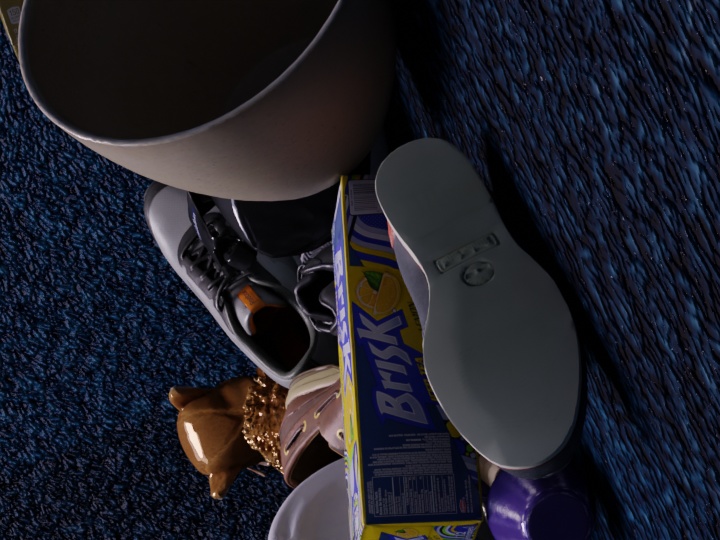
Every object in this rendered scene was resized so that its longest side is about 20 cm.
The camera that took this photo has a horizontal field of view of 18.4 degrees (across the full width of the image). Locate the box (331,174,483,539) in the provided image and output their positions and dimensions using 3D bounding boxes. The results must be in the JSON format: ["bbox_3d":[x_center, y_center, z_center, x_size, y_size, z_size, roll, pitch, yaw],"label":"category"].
[{"bbox_3d":[0.023,0.051,1.176,0.070,0.064,0.200,101,167,-63],"label":"box"}]

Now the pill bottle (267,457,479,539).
[{"bbox_3d":[0.033,0.206,1.263,0.200,0.112,0.112,64,179,-35],"label":"pill bottle"}]

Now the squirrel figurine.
[{"bbox_3d":[-0.051,0.097,1.700,0.200,0.186,0.142,164,86,-84],"label":"squirrel figurine"}]

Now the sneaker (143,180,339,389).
[{"bbox_3d":[-0.073,0.005,1.440,0.200,0.074,0.079,46,-170,23],"label":"sneaker"}]

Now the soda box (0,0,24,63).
[{"bbox_3d":[-0.122,-0.188,1.330,0.068,0.200,0.064,140,110,-83],"label":"soda box"}]

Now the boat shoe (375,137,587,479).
[{"bbox_3d":[0.058,0.023,1.028,0.063,0.071,0.200,67,180,-47],"label":"boat shoe"}]

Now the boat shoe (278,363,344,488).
[{"bbox_3d":[0.014,0.084,1.309,0.200,0.072,0.068,-30,37,54],"label":"boat shoe"}]

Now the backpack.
[{"bbox_3d":[-0.050,-0.090,1.373,0.200,0.126,0.167,-134,37,-82],"label":"backpack"}]

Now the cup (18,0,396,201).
[{"bbox_3d":[-0.060,-0.115,1.182,0.143,0.200,0.200,50,-168,-51],"label":"cup"}]

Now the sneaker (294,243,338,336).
[{"bbox_3d":[0.000,0.000,1.390,0.200,0.091,0.076,-153,41,-83],"label":"sneaker"}]

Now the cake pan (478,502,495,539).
[{"bbox_3d":[0.088,0.164,1.375,0.200,0.037,0.201,160,90,-85],"label":"cake pan"}]

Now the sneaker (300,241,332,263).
[{"bbox_3d":[0.013,0.056,1.530,0.112,0.077,0.200,53,-155,-62],"label":"sneaker"}]

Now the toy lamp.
[{"bbox_3d":[0.085,0.115,1.169,0.200,0.058,0.058,-134,25,-83],"label":"toy lamp"}]
